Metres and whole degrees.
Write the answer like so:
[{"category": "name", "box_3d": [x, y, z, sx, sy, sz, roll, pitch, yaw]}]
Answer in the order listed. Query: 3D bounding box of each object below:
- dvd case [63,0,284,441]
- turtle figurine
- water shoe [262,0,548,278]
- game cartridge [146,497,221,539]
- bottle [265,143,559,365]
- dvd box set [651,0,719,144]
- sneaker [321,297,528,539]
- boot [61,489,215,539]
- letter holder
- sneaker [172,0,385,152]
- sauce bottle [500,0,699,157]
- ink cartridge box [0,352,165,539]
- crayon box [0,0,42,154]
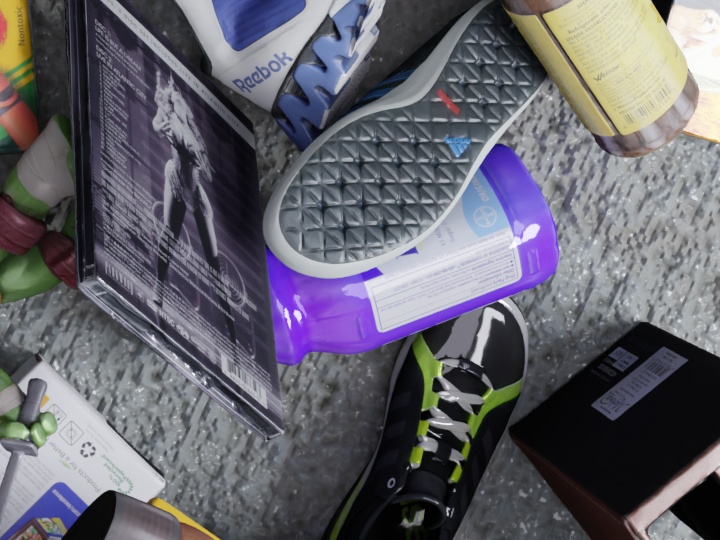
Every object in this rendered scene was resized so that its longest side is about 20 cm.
[{"category": "dvd case", "box_3d": [-0.090, -0.035, 1.094, 0.016, 0.201, 0.149, -25, 138, 21]}, {"category": "turtle figurine", "box_3d": [-0.175, 0.035, 1.095, 0.194, 0.200, 0.144, -39, 116, 10]}, {"category": "water shoe", "box_3d": [0.020, -0.059, 1.162, 0.200, 0.079, 0.072, -42, 97, -27]}, {"category": "game cartridge", "box_3d": [-0.095, 0.229, 1.180, 0.176, 0.033, 0.200, 36, 121, -13]}, {"category": "bottle", "box_3d": [0.000, 0.000, 1.190, 0.199, 0.084, 0.066, -20, 131, -8]}, {"category": "dvd box set", "box_3d": [0.250, -0.127, 1.241, 0.199, 0.029, 0.147, 15, 97, -20]}, {"category": "sneaker", "box_3d": [0.041, 0.105, 1.213, 0.071, 0.083, 0.201, 22, 93, -14]}, {"category": "boot", "box_3d": [-0.086, 0.207, 1.132, 0.199, 0.069, 0.188, 31, 116, -22]}, {"category": "letter holder", "box_3d": [0.180, 0.126, 1.186, 0.100, 0.200, 0.142, -38, 104, -5]}, {"category": "sneaker", "box_3d": [-0.038, -0.159, 1.135, 0.115, 0.081, 0.200, 26, 124, 5]}, {"category": "sauce bottle", "box_3d": [0.100, -0.142, 1.125, 0.065, 0.065, 0.200, -40, 127, -4]}, {"category": "ink cartridge box", "box_3d": [-0.204, 0.147, 1.192, 0.200, 0.037, 0.095, -46, 104, -5]}, {"category": "crayon box", "box_3d": [-0.262, -0.114, 1.135, 0.198, 0.051, 0.128, -7, 100, -11]}]
